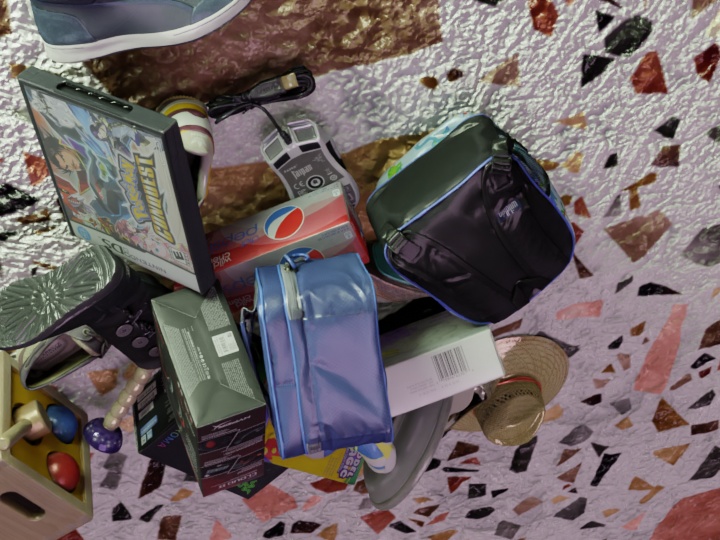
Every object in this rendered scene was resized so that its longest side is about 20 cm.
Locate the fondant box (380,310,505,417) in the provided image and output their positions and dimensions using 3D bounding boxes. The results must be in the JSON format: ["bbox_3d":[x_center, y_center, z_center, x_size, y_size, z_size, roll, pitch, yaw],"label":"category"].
[{"bbox_3d":[0.083,0.100,1.303,0.142,0.200,0.059,-20,96,2],"label":"fondant box"}]

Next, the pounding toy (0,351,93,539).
[{"bbox_3d":[-0.386,0.198,1.249,0.141,0.185,0.200,-29,134,11],"label":"pounding toy"}]

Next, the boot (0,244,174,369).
[{"bbox_3d":[-0.271,0.057,1.158,0.163,0.066,0.200,-23,157,10],"label":"boot"}]

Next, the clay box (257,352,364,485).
[{"bbox_3d":[-0.048,0.178,1.306,0.199,0.047,0.116,23,89,-38],"label":"clay box"}]

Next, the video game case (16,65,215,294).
[{"bbox_3d":[-0.229,-0.083,1.060,0.026,0.179,0.202,-49,149,-34],"label":"video game case"}]

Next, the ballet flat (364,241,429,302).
[{"bbox_3d":[0.000,0.000,1.274,0.198,0.069,0.068,20,129,-19],"label":"ballet flat"}]

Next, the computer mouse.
[{"bbox_3d":[-0.066,-0.125,1.142,0.108,0.044,0.201,-24,136,10],"label":"computer mouse"}]

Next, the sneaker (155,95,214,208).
[{"bbox_3d":[-0.198,-0.072,1.117,0.074,0.091,0.201,6,130,-23],"label":"sneaker"}]

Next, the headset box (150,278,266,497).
[{"bbox_3d":[-0.155,0.129,1.151,0.074,0.150,0.201,-17,152,-15],"label":"headset box"}]

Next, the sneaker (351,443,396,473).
[{"bbox_3d":[-0.035,0.160,1.246,0.104,0.076,0.202,-28,115,-10],"label":"sneaker"}]

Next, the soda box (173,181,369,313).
[{"bbox_3d":[-0.095,-0.017,1.168,0.197,0.064,0.070,-21,137,8],"label":"soda box"}]

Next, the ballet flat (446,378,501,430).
[{"bbox_3d":[0.114,0.168,1.432,0.070,0.072,0.200,10,145,-25],"label":"ballet flat"}]

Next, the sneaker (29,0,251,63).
[{"bbox_3d":[-0.195,-0.264,0.945,0.199,0.078,0.147,-15,138,-2],"label":"sneaker"}]

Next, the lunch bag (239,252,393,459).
[{"bbox_3d":[-0.048,0.078,1.105,0.130,0.136,0.203,-10,106,-6],"label":"lunch bag"}]

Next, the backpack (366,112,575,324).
[{"bbox_3d":[0.124,-0.057,1.194,0.182,0.148,0.200,-38,128,17],"label":"backpack"}]

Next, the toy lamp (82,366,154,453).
[{"bbox_3d":[-0.256,0.125,1.299,0.058,0.058,0.201,20,114,-32],"label":"toy lamp"}]

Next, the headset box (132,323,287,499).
[{"bbox_3d":[-0.148,0.176,1.369,0.174,0.093,0.199,-39,132,20],"label":"headset box"}]

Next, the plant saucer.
[{"bbox_3d":[0.046,0.196,1.389,0.050,0.201,0.201,26,123,-13],"label":"plant saucer"}]

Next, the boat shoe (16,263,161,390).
[{"bbox_3d":[-0.300,0.068,1.236,0.198,0.065,0.072,-32,132,12],"label":"boat shoe"}]

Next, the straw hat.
[{"bbox_3d":[0.201,0.187,1.495,0.198,0.086,0.203,-9,134,-9],"label":"straw hat"}]
